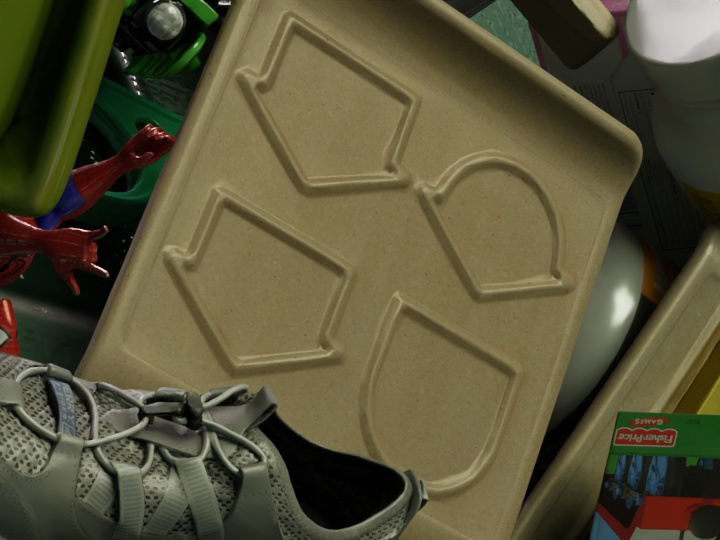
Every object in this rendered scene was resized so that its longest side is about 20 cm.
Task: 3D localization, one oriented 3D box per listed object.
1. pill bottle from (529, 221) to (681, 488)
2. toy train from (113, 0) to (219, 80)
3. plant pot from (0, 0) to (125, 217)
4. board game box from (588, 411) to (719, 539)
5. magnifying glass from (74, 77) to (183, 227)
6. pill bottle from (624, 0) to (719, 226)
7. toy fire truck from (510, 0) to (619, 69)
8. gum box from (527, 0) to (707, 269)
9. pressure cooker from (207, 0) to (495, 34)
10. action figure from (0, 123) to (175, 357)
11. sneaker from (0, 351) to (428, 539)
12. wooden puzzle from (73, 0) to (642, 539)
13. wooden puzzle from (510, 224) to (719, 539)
[{"bbox_3d":[0.109,0.049,0.941,0.200,0.116,0.117,36,27,-24],"label":"pill bottle"},{"bbox_3d":[-0.078,-0.106,0.852,0.042,0.056,0.200,43,-4,-12],"label":"toy train"},{"bbox_3d":[-0.164,-0.126,0.602,0.198,0.201,0.181,18,3,28],"label":"plant pot"},{"bbox_3d":[0.144,0.141,0.741,0.037,0.150,0.201,63,36,-46],"label":"board game box"},{"bbox_3d":[-0.085,-0.052,0.895,0.200,0.022,0.080,-2,53,-57],"label":"magnifying glass"},{"bbox_3d":[0.194,-0.051,0.919,0.200,0.112,0.113,50,19,-36],"label":"pill bottle"},{"bbox_3d":[0.025,-0.159,0.847,0.199,0.130,0.176,7,-1,-21],"label":"toy fire truck"},{"bbox_3d":[0.148,-0.066,1.021,0.114,0.066,0.201,-54,132,-49],"label":"gum box"},{"bbox_3d":[-0.004,-0.181,1.010,0.179,0.199,0.176,56,-8,-1],"label":"pressure cooker"},{"bbox_3d":[-0.099,-0.062,0.700,0.065,0.098,0.202,5,88,-62],"label":"action figure"},{"bbox_3d":[-0.064,0.056,0.688,0.199,0.082,0.075,24,33,-41],"label":"sneaker"},{"bbox_3d":[0.000,0.000,0.802,0.185,0.046,0.201,30,73,-26],"label":"wooden puzzle"},{"bbox_3d":[0.159,0.111,0.878,0.185,0.037,0.200,43,67,-20],"label":"wooden puzzle"}]
